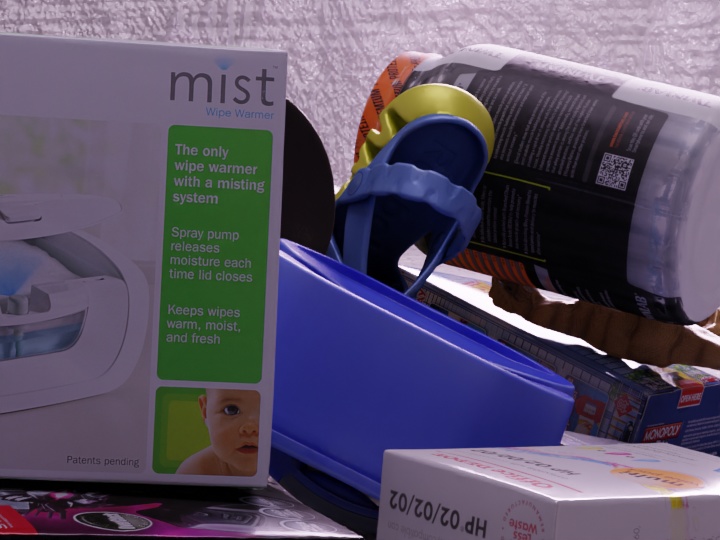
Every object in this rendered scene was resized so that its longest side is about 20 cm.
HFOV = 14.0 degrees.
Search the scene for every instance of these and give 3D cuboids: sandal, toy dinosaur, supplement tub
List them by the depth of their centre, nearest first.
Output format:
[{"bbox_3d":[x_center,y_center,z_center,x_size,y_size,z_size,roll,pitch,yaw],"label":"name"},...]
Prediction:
[{"bbox_3d":[0.000,0.000,1.491,0.079,0.201,0.087,26,18,-17],"label":"sandal"},{"bbox_3d":[0.105,-0.050,1.565,0.199,0.123,0.122,16,9,25],"label":"supplement tub"},{"bbox_3d":[0.167,0.035,1.595,0.199,0.061,0.106,16,36,27],"label":"toy dinosaur"}]

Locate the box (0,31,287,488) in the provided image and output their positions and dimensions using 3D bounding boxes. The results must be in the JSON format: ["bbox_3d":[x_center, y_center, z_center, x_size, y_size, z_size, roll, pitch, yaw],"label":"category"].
[{"bbox_3d":[-0.135,-0.006,1.176,0.199,0.178,0.097,4,0,-10],"label":"box"}]

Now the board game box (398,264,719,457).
[{"bbox_3d":[0.115,0.055,1.679,0.199,0.062,0.200,24,14,28],"label":"board game box"}]

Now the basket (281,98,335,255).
[{"bbox_3d":[-0.120,-0.031,1.499,0.199,0.137,0.180,-3,25,49],"label":"basket"}]

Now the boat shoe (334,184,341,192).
[{"bbox_3d":[-0.028,-0.022,1.632,0.072,0.065,0.200,-25,9,22],"label":"boat shoe"}]

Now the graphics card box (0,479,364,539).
[{"bbox_3d":[-0.111,0.112,1.126,0.199,0.051,0.125,4,4,-21],"label":"graphics card box"}]

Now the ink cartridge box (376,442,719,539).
[{"bbox_3d":[0.085,0.113,1.194,0.199,0.068,0.115,1,6,-37],"label":"ink cartridge box"}]

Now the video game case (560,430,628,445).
[{"bbox_3d":[0.186,0.110,1.461,0.199,0.019,0.143,11,3,-18],"label":"video game case"}]

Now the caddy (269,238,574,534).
[{"bbox_3d":[0.007,0.067,1.358,0.199,0.105,0.141,26,6,3],"label":"caddy"}]
